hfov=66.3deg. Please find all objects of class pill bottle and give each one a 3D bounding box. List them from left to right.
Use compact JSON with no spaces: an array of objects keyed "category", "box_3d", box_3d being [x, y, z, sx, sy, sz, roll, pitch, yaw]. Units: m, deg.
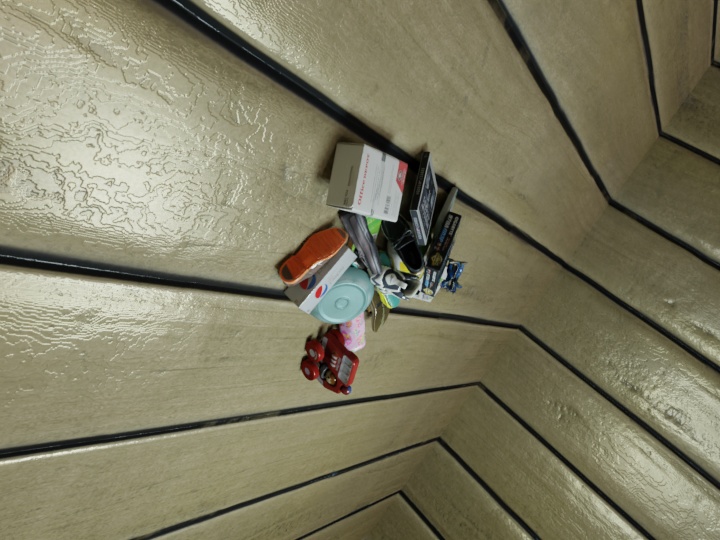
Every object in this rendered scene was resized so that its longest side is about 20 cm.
[{"category":"pill bottle","box_3d":[0.135,-0.050,1.643,0.111,0.111,0.201,-38,149,-19]}]

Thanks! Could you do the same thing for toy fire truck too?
[{"category":"toy fire truck","box_3d":[-0.083,0.291,1.671,0.111,0.168,0.202,-21,140,-39]}]

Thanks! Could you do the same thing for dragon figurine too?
[{"category":"dragon figurine","box_3d":[0.265,0.019,1.572,0.200,0.058,0.101,15,87,-86]}]

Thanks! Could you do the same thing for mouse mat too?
[{"category":"mouse mat","box_3d":[0.184,-0.145,1.578,0.161,0.007,0.203,-54,145,-57]}]

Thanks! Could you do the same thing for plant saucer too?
[{"category":"plant saucer","box_3d":[-0.053,0.080,1.518,0.196,0.036,0.202,-9,130,-11]}]

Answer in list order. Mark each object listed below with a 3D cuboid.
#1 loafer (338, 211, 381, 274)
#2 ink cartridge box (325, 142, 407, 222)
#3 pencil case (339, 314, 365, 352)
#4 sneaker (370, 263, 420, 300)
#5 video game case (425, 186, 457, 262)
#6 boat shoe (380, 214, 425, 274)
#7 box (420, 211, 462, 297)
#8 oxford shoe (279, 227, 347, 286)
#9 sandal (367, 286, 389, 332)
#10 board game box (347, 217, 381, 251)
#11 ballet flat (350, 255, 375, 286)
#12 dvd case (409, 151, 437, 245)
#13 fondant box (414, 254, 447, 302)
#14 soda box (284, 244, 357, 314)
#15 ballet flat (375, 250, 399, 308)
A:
[{"category":"loafer","box_3d":[0.002,-0.075,1.429,0.062,0.072,0.202,-14,119,11]},{"category":"ink cartridge box","box_3d":[0.018,-0.204,1.293,0.199,0.082,0.149,7,95,-56]},{"category":"pencil case","box_3d":[-0.024,0.165,1.690,0.087,0.087,0.202,-34,144,-25]},{"category":"sneaker","box_3d":[0.117,0.045,1.550,0.080,0.128,0.199,-61,156,-8]},{"category":"video game case","box_3d":[0.251,-0.134,1.712,0.201,0.022,0.184,-60,165,-47]},{"category":"boat shoe","box_3d":[0.117,-0.081,1.509,0.074,0.202,0.062,-29,179,3]},{"category":"box","box_3d":[0.233,-0.047,1.602,0.160,0.045,0.202,89,24,-61]},{"category":"oxford shoe","box_3d":[-0.117,-0.034,1.376,0.199,0.072,0.073,-36,166,-12]},{"category":"sandal","box_3d":[0.047,0.109,1.770,0.080,0.054,0.202,-38,134,-31]},{"category":"board game box","box_3d":[0.022,-0.143,1.468,0.095,0.030,0.202,-23,143,-39]},{"category":"ballet flat","box_3d":[0.000,0.000,1.562,0.069,0.067,0.201,-54,149,-23]},{"category":"dvd case","box_3d":[0.173,-0.194,1.490,0.151,0.024,0.203,66,33,-53]},{"category":"fondant box","box_3d":[0.226,0.026,1.909,0.145,0.058,0.199,-56,149,10]},{"category":"soda box","box_3d":[-0.103,0.010,1.428,0.201,0.068,0.064,-50,151,-1]},{"category":"ballet flat","box_3d":[0.063,0.026,1.663,0.066,0.067,0.202,-34,122,-24]}]
